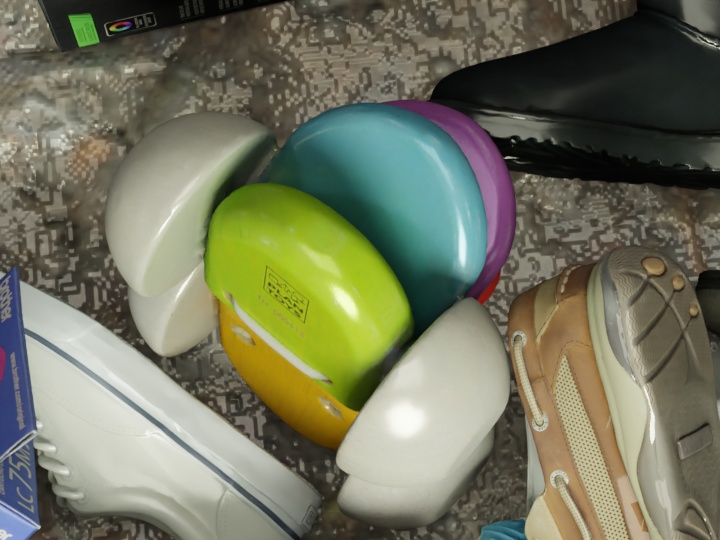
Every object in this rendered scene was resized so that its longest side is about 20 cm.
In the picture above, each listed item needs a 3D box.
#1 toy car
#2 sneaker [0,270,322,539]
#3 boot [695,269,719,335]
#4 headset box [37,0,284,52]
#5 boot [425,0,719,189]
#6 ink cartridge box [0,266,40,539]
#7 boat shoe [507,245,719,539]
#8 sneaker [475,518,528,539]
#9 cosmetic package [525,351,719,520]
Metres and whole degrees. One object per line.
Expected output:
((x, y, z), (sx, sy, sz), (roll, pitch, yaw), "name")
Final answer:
((0.000, 0.000, 0.824), (0.175, 0.200, 0.150), (40, 76, 12), "toy car")
((-0.114, 0.070, 0.868), (0.200, 0.073, 0.071), (35, 77, 4), "sneaker")
((0.219, 0.090, 0.883), (0.200, 0.068, 0.131), (26, 88, 7), "boot")
((-0.067, -0.180, 0.865), (0.200, 0.174, 0.093), (-13, 80, -5), "headset box")
((0.128, -0.126, 0.909), (0.200, 0.076, 0.168), (5, 83, -8), "boot")
((-0.188, 0.102, 0.805), (0.042, 0.119, 0.200), (35, 108, -29), "ink cartridge box")
((0.103, 0.093, 0.755), (0.072, 0.076, 0.200), (-12, 86, 35), "boat shoe")
((0.066, 0.198, 0.775), (0.076, 0.081, 0.200), (-1, 73, -23), "sneaker")
((0.179, 0.080, 0.811), (0.200, 0.113, 0.081), (2, 99, 28), "cosmetic package")
